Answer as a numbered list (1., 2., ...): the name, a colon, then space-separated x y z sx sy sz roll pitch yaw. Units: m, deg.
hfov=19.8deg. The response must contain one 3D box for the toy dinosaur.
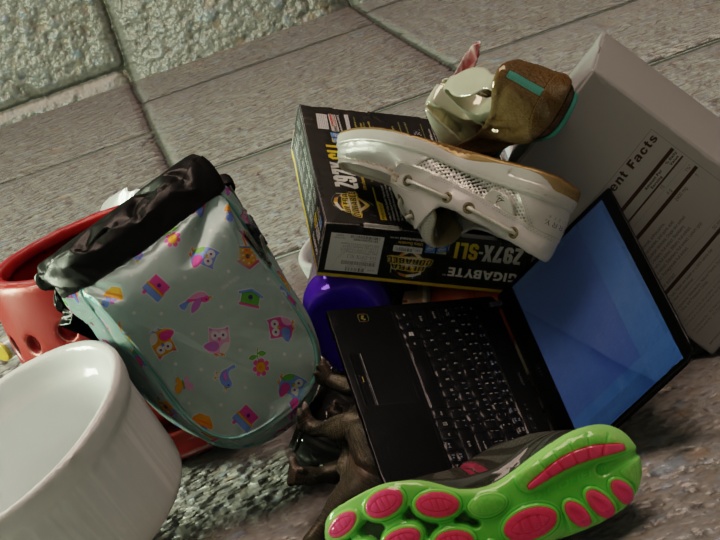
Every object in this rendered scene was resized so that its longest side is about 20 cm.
1. toy dinosaur: 0.010 0.115 1.414 0.102 0.077 0.200 7 32 21

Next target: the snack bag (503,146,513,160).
1. snack bag: 0.204 -0.054 1.681 0.188 0.021 0.200 20 16 -3

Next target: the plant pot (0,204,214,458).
1. plant pot: -0.176 0.052 1.644 0.200 0.183 0.200 -17 14 4

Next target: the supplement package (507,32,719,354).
1. supplement package: 0.216 -0.059 1.505 0.120 0.200 0.121 -52 3 22

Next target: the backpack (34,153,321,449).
1. backpack: -0.118 0.036 1.480 0.167 0.200 0.127 -36 6 -5

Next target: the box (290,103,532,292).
1. box: 0.036 -0.057 1.568 0.159 0.049 0.200 4 30 -11

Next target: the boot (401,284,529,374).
1. boot: 0.085 0.025 1.558 0.107 0.075 0.200 2 31 3

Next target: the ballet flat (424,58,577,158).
1. ballet flat: 0.087 -0.112 1.466 0.068 0.072 0.200 -61 10 -13

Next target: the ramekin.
1. ramekin: -0.219 0.152 1.427 0.200 0.098 0.201 -31 25 16

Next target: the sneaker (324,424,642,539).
1. sneaker: 0.077 0.149 1.275 0.199 0.077 0.084 -15 -2 1

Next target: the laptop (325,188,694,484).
1. laptop: 0.095 0.044 1.391 0.199 0.103 0.177 -4 41 -14

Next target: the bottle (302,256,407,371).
1. bottle: 0.000 0.000 1.592 0.065 0.084 0.200 -17 24 13

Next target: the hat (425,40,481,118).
1. hat: 0.017 -0.101 1.960 0.200 0.176 0.166 -26 17 -26

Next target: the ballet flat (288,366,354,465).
1. ballet flat: -0.006 0.100 1.567 0.057 0.067 0.200 25 25 4

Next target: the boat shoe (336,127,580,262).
1. boat shoe: 0.056 -0.051 1.447 0.200 0.069 0.071 17 -4 37

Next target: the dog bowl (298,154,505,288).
1. dog bowl: 0.050 -0.026 1.786 0.200 0.079 0.200 -28 15 8

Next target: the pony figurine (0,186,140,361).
1. pony figurine: -0.228 0.022 1.921 0.200 0.167 0.193 -45 19 -28

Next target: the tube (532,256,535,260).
1. tube: 0.173 -0.020 1.686 0.058 0.052 0.200 35 16 26
